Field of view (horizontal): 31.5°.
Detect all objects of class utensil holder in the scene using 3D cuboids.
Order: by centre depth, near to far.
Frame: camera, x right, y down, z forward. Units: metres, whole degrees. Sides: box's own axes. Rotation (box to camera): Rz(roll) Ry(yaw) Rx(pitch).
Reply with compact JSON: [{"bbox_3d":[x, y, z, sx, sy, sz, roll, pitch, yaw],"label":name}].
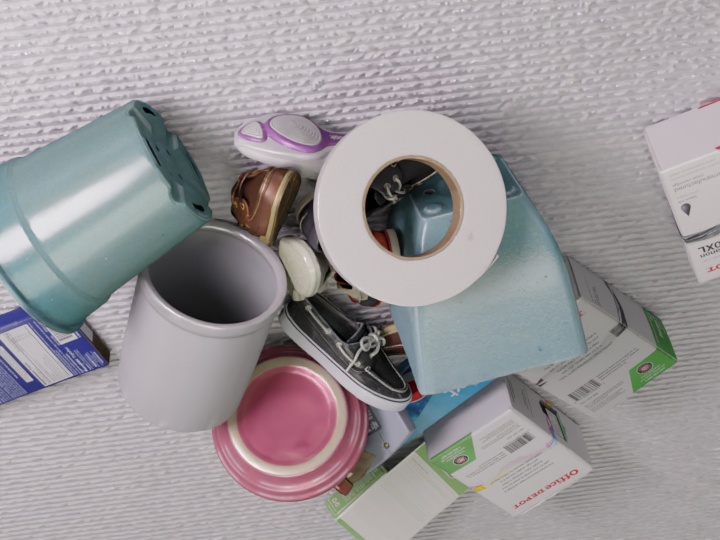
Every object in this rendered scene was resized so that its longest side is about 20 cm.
[{"bbox_3d":[-0.192,0.067,1.495,0.169,0.171,0.200,8,135,-16],"label":"utensil holder"}]

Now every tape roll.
[{"bbox_3d":[0.052,-0.064,1.311,0.202,0.037,0.204,0,93,-10],"label":"tape roll"}]

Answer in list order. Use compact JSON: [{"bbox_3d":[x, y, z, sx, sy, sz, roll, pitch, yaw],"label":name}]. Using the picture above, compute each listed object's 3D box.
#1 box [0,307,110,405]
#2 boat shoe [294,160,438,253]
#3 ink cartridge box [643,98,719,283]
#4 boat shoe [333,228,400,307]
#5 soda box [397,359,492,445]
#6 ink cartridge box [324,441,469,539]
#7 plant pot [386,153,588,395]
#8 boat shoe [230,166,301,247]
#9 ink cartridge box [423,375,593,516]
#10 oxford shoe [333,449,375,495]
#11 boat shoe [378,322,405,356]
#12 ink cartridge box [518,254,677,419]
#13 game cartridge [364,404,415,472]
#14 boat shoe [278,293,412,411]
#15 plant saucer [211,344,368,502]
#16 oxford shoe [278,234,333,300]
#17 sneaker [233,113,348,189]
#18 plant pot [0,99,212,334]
[{"bbox_3d":[-0.429,0.106,1.588,0.199,0.032,0.121,-21,133,10],"label":"box"},{"bbox_3d":[0.024,-0.083,1.361,0.199,0.063,0.073,-30,136,9],"label":"boat shoe"},{"bbox_3d":[0.428,-0.096,1.475,0.144,0.085,0.200,-21,133,13],"label":"ink cartridge box"},{"bbox_3d":[0.000,0.000,1.478,0.062,0.072,0.200,-11,167,-11],"label":"boat shoe"},{"bbox_3d":[0.089,0.152,1.685,0.068,0.064,0.200,31,122,-32],"label":"soda box"},{"bbox_3d":[0.065,0.319,1.858,0.200,0.048,0.146,-42,130,0],"label":"ink cartridge box"},{"bbox_3d":[0.127,-0.014,1.441,0.195,0.196,0.201,-14,119,-3],"label":"plant pot"},{"bbox_3d":[-0.110,-0.073,1.380,0.067,0.072,0.200,26,169,-4],"label":"boat shoe"},{"bbox_3d":[0.204,0.240,1.771,0.145,0.084,0.200,-36,128,23],"label":"ink cartridge box"},{"bbox_3d":[-0.062,0.196,1.654,0.075,0.200,0.070,-43,166,-3],"label":"oxford shoe"},{"bbox_3d":[0.098,0.097,1.586,0.199,0.072,0.072,-10,166,31],"label":"boat shoe"},{"bbox_3d":[0.282,0.087,1.634,0.200,0.084,0.146,32,123,-32],"label":"ink cartridge box"},{"bbox_3d":[-0.028,0.211,1.685,0.200,0.042,0.134,-32,90,27],"label":"game cartridge"},{"bbox_3d":[-0.006,0.094,1.582,0.199,0.074,0.068,42,123,-3],"label":"boat shoe"},{"bbox_3d":[-0.090,0.186,1.598,0.199,0.202,0.051,-8,161,0],"label":"plant saucer"},{"bbox_3d":[-0.058,-0.007,1.460,0.057,0.076,0.200,-20,174,-7],"label":"oxford shoe"},{"bbox_3d":[-0.045,-0.112,1.400,0.199,0.075,0.100,9,131,-16],"label":"sneaker"},{"bbox_3d":[-0.275,-0.067,1.343,0.196,0.201,0.200,-30,131,11],"label":"plant pot"}]
